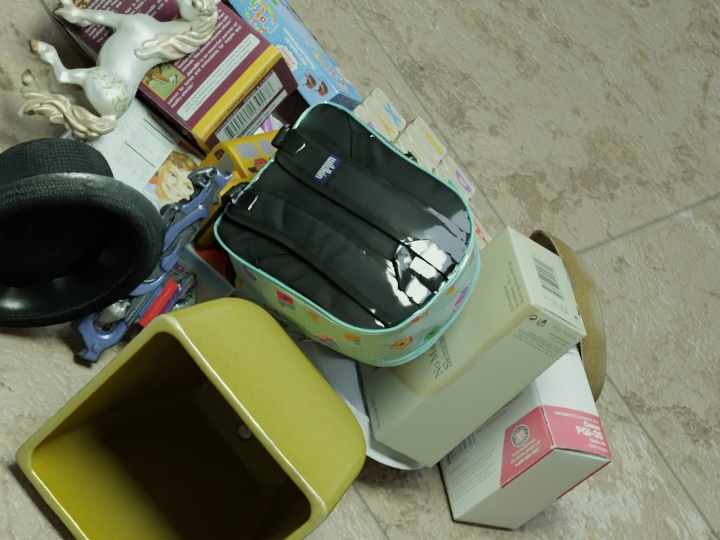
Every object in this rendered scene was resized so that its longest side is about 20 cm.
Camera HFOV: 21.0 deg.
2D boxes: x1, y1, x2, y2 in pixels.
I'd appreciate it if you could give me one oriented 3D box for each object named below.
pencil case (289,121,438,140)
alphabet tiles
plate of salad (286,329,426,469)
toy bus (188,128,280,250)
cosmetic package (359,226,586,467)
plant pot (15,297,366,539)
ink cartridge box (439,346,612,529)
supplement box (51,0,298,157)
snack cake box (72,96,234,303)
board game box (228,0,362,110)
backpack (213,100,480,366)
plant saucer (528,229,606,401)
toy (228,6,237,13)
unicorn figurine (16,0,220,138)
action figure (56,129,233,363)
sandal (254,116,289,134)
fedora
[{"bbox_3d":[0.003,-0.102,1.940,0.094,0.091,0.200,33,27,35],"label":"pencil case"},{"bbox_3d":[0.064,-0.088,1.870,0.196,0.015,0.200,54,20,-6],"label":"alphabet tiles"},{"bbox_3d":[-0.007,0.105,1.779,0.200,0.048,0.200,36,28,-22],"label":"plate of salad"},{"bbox_3d":[-0.079,-0.081,1.744,0.200,0.065,0.078,-17,69,-47],"label":"toy bus"},{"bbox_3d":[0.095,0.068,1.702,0.073,0.200,0.104,30,30,-33],"label":"cosmetic package"},{"bbox_3d":[-0.111,0.137,1.547,0.196,0.194,0.200,50,26,3],"label":"plant pot"},{"bbox_3d":[0.138,0.119,1.823,0.083,0.146,0.200,14,49,-36],"label":"ink cartridge box"},{"bbox_3d":[-0.170,-0.204,1.782,0.200,0.110,0.086,41,-6,19],"label":"supplement box"},{"bbox_3d":[-0.183,-0.061,1.739,0.200,0.067,0.115,41,37,-8],"label":"snack cake box"},{"bbox_3d":[-0.079,-0.242,1.968,0.200,0.037,0.151,52,8,7],"label":"board game box"},{"bbox_3d":[0.000,-0.015,1.623,0.200,0.153,0.176,30,67,26],"label":"backpack"},{"bbox_3d":[0.204,0.057,1.908,0.035,0.200,0.201,-8,58,-10],"label":"plant saucer"},{"bbox_3d":[-0.157,-0.167,1.873,0.115,0.047,0.201,6,59,-41],"label":"toy"},{"bbox_3d":[-0.211,-0.196,1.705,0.137,0.074,0.200,21,76,7],"label":"unicorn figurine"},{"bbox_3d":[-0.202,-0.033,1.649,0.193,0.200,0.105,45,-5,-14],"label":"action figure"},{"bbox_3d":[-0.094,-0.133,1.836,0.082,0.050,0.203,1,68,-51],"label":"sandal"},{"bbox_3d":[-0.256,-0.040,1.543,0.200,0.201,0.092,17,46,-33],"label":"fedora"}]
